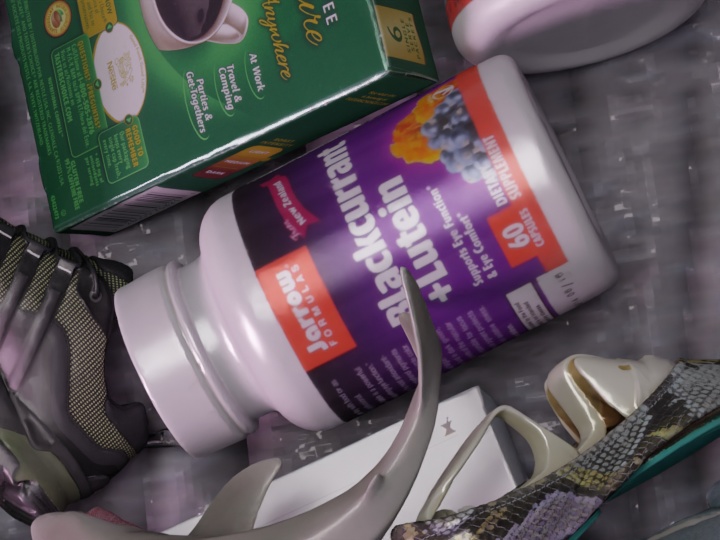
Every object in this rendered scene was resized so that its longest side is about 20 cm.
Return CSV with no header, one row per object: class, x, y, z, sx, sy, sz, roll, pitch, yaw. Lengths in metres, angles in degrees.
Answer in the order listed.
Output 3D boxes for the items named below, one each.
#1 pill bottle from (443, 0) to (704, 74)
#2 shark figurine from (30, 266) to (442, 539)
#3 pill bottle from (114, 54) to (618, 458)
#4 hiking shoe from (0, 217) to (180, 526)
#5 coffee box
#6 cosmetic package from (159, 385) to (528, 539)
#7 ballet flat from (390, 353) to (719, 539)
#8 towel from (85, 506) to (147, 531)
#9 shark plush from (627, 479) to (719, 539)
pill bottle,0.075,-0.197,1.159,0.115,0.116,0.201,-16,75,10
shark figurine,-0.039,0.102,1.043,0.214,0.089,0.129,-32,65,18
pill bottle,0.000,0.000,1.138,0.199,0.111,0.112,-27,74,7
hiking shoe,-0.156,0.008,1.181,0.100,0.076,0.201,-28,98,-24
coffee box,-0.065,-0.103,1.173,0.199,0.044,0.124,-25,71,32
cosmetic package,-0.006,0.160,1.138,0.199,0.052,0.152,-25,76,7
ballet flat,0.088,0.074,1.085,0.200,0.072,0.072,-34,70,-28
towel,-0.061,0.194,1.085,0.199,0.023,0.144,23,61,17
shark plush,0.129,0.117,1.071,0.198,0.083,0.091,-6,71,-11
